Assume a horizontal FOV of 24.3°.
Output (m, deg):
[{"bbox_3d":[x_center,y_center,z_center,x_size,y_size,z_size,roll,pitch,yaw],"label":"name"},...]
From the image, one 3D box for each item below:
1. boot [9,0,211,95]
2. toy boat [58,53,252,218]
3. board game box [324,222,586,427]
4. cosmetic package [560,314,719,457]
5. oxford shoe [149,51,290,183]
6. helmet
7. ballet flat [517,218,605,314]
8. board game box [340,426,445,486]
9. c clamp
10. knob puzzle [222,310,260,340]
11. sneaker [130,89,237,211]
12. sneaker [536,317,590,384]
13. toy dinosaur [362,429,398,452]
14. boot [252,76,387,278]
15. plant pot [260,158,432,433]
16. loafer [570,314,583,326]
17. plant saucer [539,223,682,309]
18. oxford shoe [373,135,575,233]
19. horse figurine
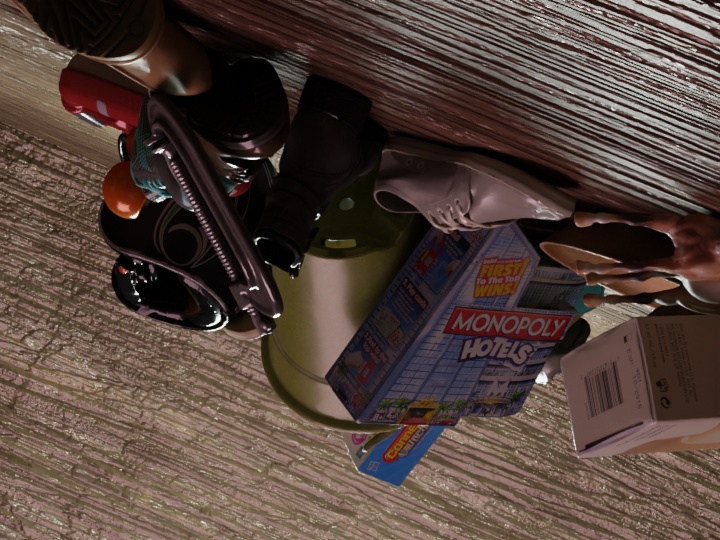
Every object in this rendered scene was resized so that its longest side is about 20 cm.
[{"bbox_3d":[-0.147,-0.157,1.070,0.175,0.066,0.200,35,-178,27],"label":"boot"},{"bbox_3d":[-0.188,-0.109,1.500,0.198,0.132,0.130,22,177,24],"label":"toy boat"},{"bbox_3d":[0.099,0.027,1.329,0.198,0.201,0.062,5,-149,-37],"label":"board game box"},{"bbox_3d":[0.246,0.076,1.120,0.198,0.072,0.105,-1,162,-24],"label":"cosmetic package"},{"bbox_3d":[-0.084,-0.103,1.190,0.085,0.072,0.200,57,172,-22],"label":"oxford shoe"},{"bbox_3d":[-0.167,-0.058,1.670,0.198,0.192,0.201,18,154,9],"label":"helmet"},{"bbox_3d":[0.135,-0.022,1.406,0.199,0.071,0.065,30,-161,-44],"label":"ballet flat"},{"bbox_3d":[0.044,0.070,1.636,0.056,0.196,0.201,24,-157,-33],"label":"board game box"},{"bbox_3d":[-0.106,-0.036,1.186,0.201,0.027,0.171,63,169,-15],"label":"c clamp"},{"bbox_3d":[-0.048,0.018,1.641,0.031,0.219,0.219,55,167,-15],"label":"knob puzzle"},{"bbox_3d":[-0.145,-0.087,1.343,0.077,0.092,0.201,19,-156,-21],"label":"sneaker"},{"bbox_3d":[0.167,0.041,1.589,0.079,0.075,0.200,39,-161,-11],"label":"sneaker"},{"bbox_3d":[0.058,0.075,1.518,0.047,0.202,0.088,23,171,-16],"label":"toy dinosaur"},{"bbox_3d":[-0.039,-0.060,1.232,0.069,0.133,0.200,21,177,10],"label":"boot"},{"bbox_3d":[0.000,0.000,1.404,0.198,0.201,0.191,21,147,23],"label":"plant pot"},{"bbox_3d":[0.124,-0.009,1.504,0.198,0.068,0.076,23,177,8],"label":"loafer"},{"bbox_3d":[0.231,0.004,1.242,0.198,0.036,0.200,24,176,2],"label":"plant saucer"},{"bbox_3d":[0.079,-0.053,1.205,0.075,0.058,0.199,28,173,-38],"label":"oxford shoe"},{"bbox_3d":[0.206,0.001,1.074,0.131,0.051,0.200,0,161,11],"label":"horse figurine"}]
